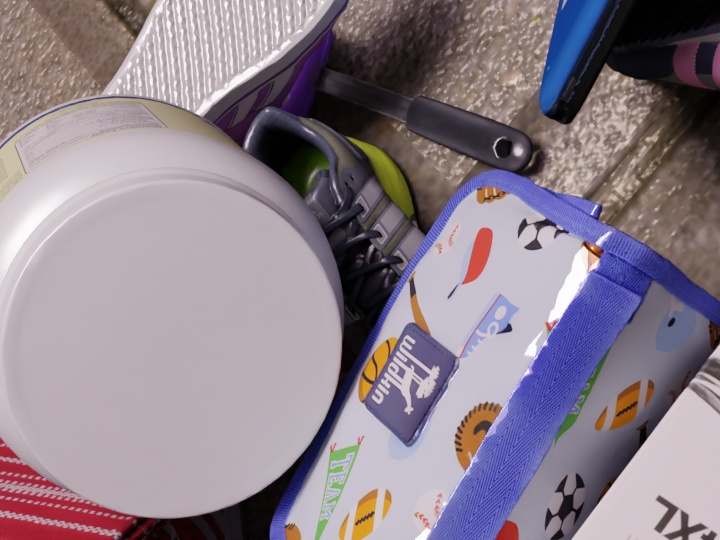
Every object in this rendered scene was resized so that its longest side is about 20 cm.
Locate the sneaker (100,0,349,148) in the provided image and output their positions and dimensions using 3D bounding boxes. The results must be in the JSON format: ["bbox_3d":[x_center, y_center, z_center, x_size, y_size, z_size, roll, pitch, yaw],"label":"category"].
[{"bbox_3d":[-0.059,-0.093,0.976,0.200,0.114,0.073,-46,69,13],"label":"sneaker"}]

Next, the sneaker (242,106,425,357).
[{"bbox_3d":[0.000,0.000,0.907,0.074,0.081,0.200,-47,48,11],"label":"sneaker"}]

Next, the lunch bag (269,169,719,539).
[{"bbox_3d":[0.055,0.059,0.740,0.124,0.200,0.170,31,92,6],"label":"lunch bag"}]

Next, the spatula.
[{"bbox_3d":[0.011,-0.083,0.978,0.200,0.021,0.057,24,98,41],"label":"spatula"}]

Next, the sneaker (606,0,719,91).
[{"bbox_3d":[0.172,-0.084,0.824,0.070,0.082,0.200,-42,20,-17],"label":"sneaker"}]

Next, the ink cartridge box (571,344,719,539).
[{"bbox_3d":[0.159,0.096,0.654,0.146,0.084,0.200,34,67,15],"label":"ink cartridge box"}]

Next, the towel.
[{"bbox_3d":[-0.120,0.082,0.883,0.144,0.200,0.023,5,113,29],"label":"towel"}]

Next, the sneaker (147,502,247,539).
[{"bbox_3d":[-0.109,0.113,0.917,0.071,0.112,0.201,-35,51,19],"label":"sneaker"}]

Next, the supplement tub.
[{"bbox_3d":[-0.087,0.010,0.794,0.145,0.145,0.200,-56,17,2],"label":"supplement tub"}]

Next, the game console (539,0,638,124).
[{"bbox_3d":[0.166,-0.148,0.825,0.200,0.118,0.171,-70,5,-59],"label":"game console"}]
